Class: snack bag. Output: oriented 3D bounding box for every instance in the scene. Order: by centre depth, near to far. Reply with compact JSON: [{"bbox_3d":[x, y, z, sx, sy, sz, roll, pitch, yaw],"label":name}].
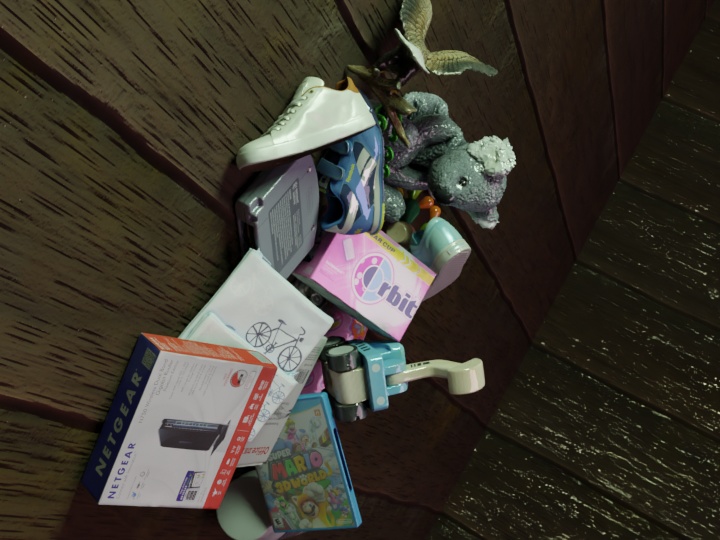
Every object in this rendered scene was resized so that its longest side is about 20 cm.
[{"bbox_3d":[-0.136,0.097,1.479,0.200,0.021,0.189,-51,131,-6],"label":"snack bag"}]

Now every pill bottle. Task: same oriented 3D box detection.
[{"bbox_3d":[-0.142,0.366,1.854,0.113,0.113,0.200,-63,162,2],"label":"pill bottle"}]

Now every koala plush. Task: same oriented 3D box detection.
[{"bbox_3d":[0.128,-0.153,1.727,0.184,0.199,0.178,-46,155,-40],"label":"koala plush"}]

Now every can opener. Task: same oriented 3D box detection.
[{"bbox_3d":[-0.049,0.008,1.739,0.067,0.053,0.200,-35,-174,45],"label":"can opener"}]

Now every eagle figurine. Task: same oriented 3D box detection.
[{"bbox_3d":[0.079,-0.285,1.547,0.200,0.151,0.152,-40,138,-26],"label":"eagle figurine"}]

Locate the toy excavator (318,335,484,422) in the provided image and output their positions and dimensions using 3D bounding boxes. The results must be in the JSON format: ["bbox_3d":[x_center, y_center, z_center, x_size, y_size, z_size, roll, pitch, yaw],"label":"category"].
[{"bbox_3d":[0.052,0.142,1.668,0.199,0.194,0.100,-13,103,-15],"label":"toy excavator"}]

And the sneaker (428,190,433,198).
[{"bbox_3d":[0.162,-0.155,1.975,0.075,0.099,0.200,-61,163,-12],"label":"sneaker"}]

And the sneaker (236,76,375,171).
[{"bbox_3d":[-0.076,-0.176,1.399,0.200,0.085,0.073,-27,-174,-39],"label":"sneaker"}]

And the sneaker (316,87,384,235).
[{"bbox_3d":[-0.016,-0.137,1.543,0.082,0.074,0.201,-9,109,-19],"label":"sneaker"}]

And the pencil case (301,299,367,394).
[{"bbox_3d":[-0.057,0.137,1.825,0.201,0.087,0.087,-64,161,7],"label":"pencil case"}]

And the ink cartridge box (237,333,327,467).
[{"bbox_3d":[-0.145,0.158,1.603,0.201,0.083,0.147,-64,159,3],"label":"ink cartridge box"}]

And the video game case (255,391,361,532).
[{"bbox_3d":[-0.087,0.276,1.695,0.018,0.143,0.201,-33,111,-61],"label":"video game case"}]

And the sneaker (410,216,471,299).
[{"bbox_3d":[0.106,-0.019,1.775,0.074,0.082,0.200,-24,163,-26],"label":"sneaker"}]

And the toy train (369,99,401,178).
[{"bbox_3d":[0.013,-0.151,1.650,0.042,0.056,0.201,-26,142,-37],"label":"toy train"}]

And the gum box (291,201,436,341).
[{"bbox_3d":[0.000,0.000,1.667,0.200,0.066,0.114,37,78,-34],"label":"gum box"}]

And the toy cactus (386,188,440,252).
[{"bbox_3d":[0.062,-0.054,1.844,0.165,0.102,0.201,27,82,-77],"label":"toy cactus"}]

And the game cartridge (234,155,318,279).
[{"bbox_3d":[-0.101,-0.065,1.500,0.133,0.040,0.200,-48,157,-29],"label":"game cartridge"}]

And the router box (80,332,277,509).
[{"bbox_3d":[-0.213,0.183,1.409,0.179,0.049,0.201,13,105,-44],"label":"router box"}]
